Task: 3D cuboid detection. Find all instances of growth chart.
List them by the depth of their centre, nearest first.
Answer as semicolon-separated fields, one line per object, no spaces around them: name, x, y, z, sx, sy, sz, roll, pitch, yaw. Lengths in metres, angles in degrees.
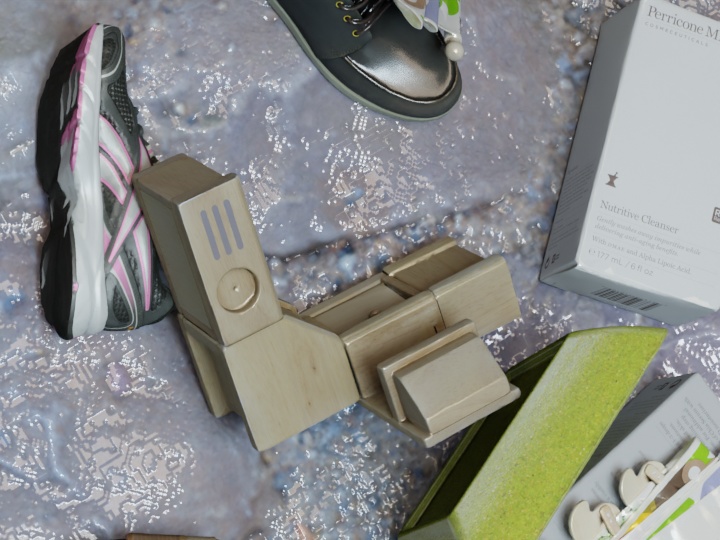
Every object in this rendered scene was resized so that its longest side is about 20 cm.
growth chart;0.017;-0.225;1.439;0.200;0.018;0.145;46;31;-43
growth chart;0.221;0.184;1.440;0.199;0.018;0.145;-29;92;-19

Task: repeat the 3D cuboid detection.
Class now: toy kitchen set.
toy kitchen set;0.000;0.000;1.375;0.199;0.163;0.181;-26;115;-19

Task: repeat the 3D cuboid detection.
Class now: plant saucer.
plant saucer;0.094;0.119;1.400;0.048;0.200;0.200;36;73;-3

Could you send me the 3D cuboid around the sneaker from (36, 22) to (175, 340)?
sneaker;-0.157;-0.055;1.425;0.086;0.080;0.201;2;88;-28

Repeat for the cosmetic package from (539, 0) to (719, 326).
cosmetic package;0.206;-0.075;1.526;0.112;0.081;0.201;16;78;-12

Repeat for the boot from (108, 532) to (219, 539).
boot;-0.154;0.268;1.381;0.165;0.072;0.201;-10;86;-6

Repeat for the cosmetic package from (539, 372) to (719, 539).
cosmetic package;0.174;0.170;1.481;0.200;0.071;0.102;-40;96;-19

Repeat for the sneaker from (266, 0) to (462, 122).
sneaker;-0.003;-0.180;1.465;0.200;0.106;0.075;42;72;-7
